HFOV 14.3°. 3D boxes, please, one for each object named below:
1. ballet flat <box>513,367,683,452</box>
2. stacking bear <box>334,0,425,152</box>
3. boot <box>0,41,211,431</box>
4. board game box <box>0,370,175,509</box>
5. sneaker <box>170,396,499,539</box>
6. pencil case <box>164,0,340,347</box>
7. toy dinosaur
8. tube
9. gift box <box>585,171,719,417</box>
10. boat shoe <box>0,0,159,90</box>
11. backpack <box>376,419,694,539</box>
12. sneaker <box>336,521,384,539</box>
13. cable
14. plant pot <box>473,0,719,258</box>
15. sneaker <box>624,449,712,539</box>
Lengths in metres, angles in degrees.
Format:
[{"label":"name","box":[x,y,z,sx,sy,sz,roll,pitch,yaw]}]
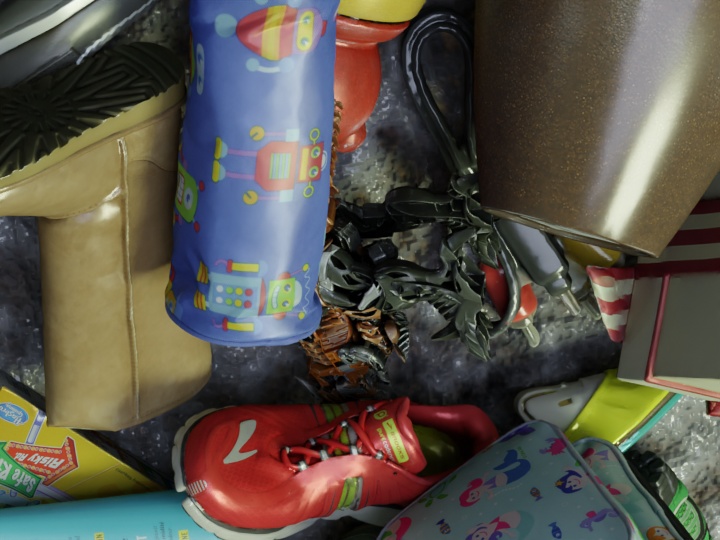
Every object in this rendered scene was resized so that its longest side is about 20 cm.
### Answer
[{"label":"ballet flat","box":[0.096,0.106,1.587,0.067,0.067,0.200,44,93,-2]},{"label":"stacking bear","box":[-0.010,-0.160,1.450,0.121,0.114,0.200,10,108,-19]},{"label":"boot","box":[-0.151,0.002,1.431,0.175,0.066,0.200,-21,133,-25]},{"label":"board game box","box":[-0.153,0.160,1.543,0.200,0.034,0.135,34,95,-23]},{"label":"sneaker","box":[-0.010,0.091,1.495,0.200,0.085,0.077,-3,68,-42]},{"label":"pencil case","box":[-0.053,-0.065,1.391,0.078,0.087,0.201,-8,116,-26]},{"label":"toy dinosaur","box":[0.000,0.000,1.483,0.135,0.200,0.102,-1,65,10]},{"label":"tube","box":[-0.159,0.149,1.498,0.199,0.050,0.078,-8,110,-9]},{"label":"gift box","box":[0.238,-0.014,1.505,0.200,0.187,0.185,19,82,-23]},{"label":"boat shoe","box":[-0.172,-0.097,1.439,0.201,0.072,0.060,-34,111,3]},{"label":"backpack","box":[0.084,0.190,1.480,0.200,0.178,0.151,-39,122,4]},{"label":"sneaker","box":[-0.037,0.223,1.550,0.067,0.090,0.200,40,101,5]},{"label":"cable","box":[0.065,-0.045,1.552,0.097,0.050,0.200,-29,101,13]},{"label":"plant pot","box":[0.131,-0.114,1.436,0.186,0.187,0.201,16,89,-20]},{"label":"sneaker","box":[0.120,0.200,1.611,0.200,0.078,0.085,-44,114,0]}]
